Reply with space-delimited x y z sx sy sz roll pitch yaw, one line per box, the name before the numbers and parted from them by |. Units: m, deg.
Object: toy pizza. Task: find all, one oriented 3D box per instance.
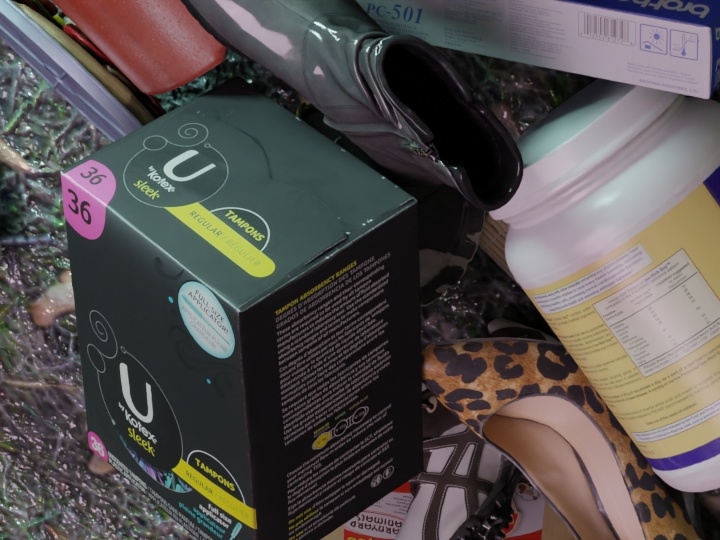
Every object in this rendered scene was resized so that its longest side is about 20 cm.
toy pizza | -0.165 -0.122 1.554 0.200 0.032 0.200 43 175 5

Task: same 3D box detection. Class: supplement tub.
supplement tub | 0.167 0.000 1.414 0.145 0.145 0.200 -29 102 41

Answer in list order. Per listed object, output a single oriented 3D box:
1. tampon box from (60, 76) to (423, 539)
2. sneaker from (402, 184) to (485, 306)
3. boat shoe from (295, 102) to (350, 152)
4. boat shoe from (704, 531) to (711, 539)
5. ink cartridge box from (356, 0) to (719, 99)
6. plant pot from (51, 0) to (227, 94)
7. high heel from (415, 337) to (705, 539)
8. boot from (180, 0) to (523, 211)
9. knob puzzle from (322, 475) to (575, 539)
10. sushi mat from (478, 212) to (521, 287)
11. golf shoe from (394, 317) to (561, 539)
tampon box | -0.061 0.031 1.424 0.150 0.126 0.201 35 143 35
sneaker | 0.000 0.000 1.568 0.074 0.085 0.200 31 113 -19
boat shoe | -0.029 -0.060 1.546 0.061 0.072 0.201 40 135 -3
boat shoe | 0.135 0.209 1.612 0.070 0.071 0.200 38 129 -16
ink cartridge box | 0.106 -0.146 1.391 0.199 0.094 0.044 13 127 24
plant pot | -0.120 -0.214 1.434 0.200 0.201 0.195 -24 114 40
high heel | 0.110 0.118 1.448 0.199 0.143 0.071 22 139 -26
boot | -0.004 -0.113 1.332 0.200 0.070 0.132 39 173 -18
knob puzzle | 0.053 0.164 1.664 0.218 0.031 0.221 8 131 9
sushi mat | 0.155 0.022 1.527 0.200 0.012 0.096 46 133 -3
golf shoe | 0.053 0.116 1.551 0.094 0.200 0.078 38 165 15
